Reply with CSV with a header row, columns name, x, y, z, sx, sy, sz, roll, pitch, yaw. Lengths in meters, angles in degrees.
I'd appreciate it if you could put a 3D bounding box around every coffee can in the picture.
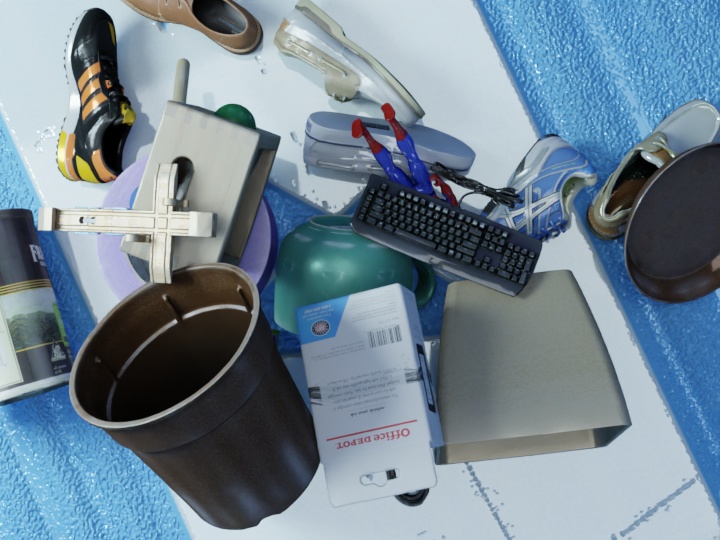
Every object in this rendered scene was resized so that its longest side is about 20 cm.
name,x,y,z,sx,sy,sz,roll,pitch,yaw
coffee can,-0.412,0.048,1.386,0.145,0.146,0.202,-17,87,1

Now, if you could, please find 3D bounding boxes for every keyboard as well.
name,x,y,z,sx,sy,sz,roll,pitch,yaw
keyboard,0.100,-0.058,1.319,0.199,0.021,0.128,22,62,3

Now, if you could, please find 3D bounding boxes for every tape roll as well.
name,x,y,z,sx,sy,sz,roll,pitch,yaw
tape roll,-0.196,-0.035,1.415,0.198,0.085,0.202,0,87,2

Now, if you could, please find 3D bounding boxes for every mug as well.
name,x,y,z,sx,sy,sz,roll,pitch,yaw
mug,-0.011,-0.001,1.376,0.151,0.185,0.115,9,104,21

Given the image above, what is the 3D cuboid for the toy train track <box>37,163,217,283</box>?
name,x,y,z,sx,sy,sz,roll,pitch,yaw
toy train track,-0.234,-0.048,1.201,0.198,0.032,0.116,3,90,23

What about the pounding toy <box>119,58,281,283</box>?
name,x,y,z,sx,sy,sz,roll,pitch,yaw
pounding toy,-0.173,-0.112,1.299,0.141,0.184,0.201,19,96,2

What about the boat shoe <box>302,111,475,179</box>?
name,x,y,z,sx,sy,sz,roll,pitch,yaw
boat shoe,0.031,-0.134,1.429,0.198,0.074,0.066,12,118,-3

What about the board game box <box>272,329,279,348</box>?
name,x,y,z,sx,sy,sz,roll,pitch,yaw
board game box,-0.122,0.164,1.377,0.044,0.134,0.202,2,87,2

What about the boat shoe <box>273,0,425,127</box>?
name,x,y,z,sx,sy,sz,roll,pitch,yaw
boat shoe,-0.014,-0.226,1.431,0.200,0.075,0.068,43,95,10

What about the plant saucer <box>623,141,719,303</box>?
name,x,y,z,sx,sy,sz,roll,pitch,yaw
plant saucer,0.371,-0.058,1.379,0.199,0.035,0.202,-13,123,-20

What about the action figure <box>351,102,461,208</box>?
name,x,y,z,sx,sy,sz,roll,pitch,yaw
action figure,0.062,-0.094,1.388,0.065,0.052,0.200,-30,126,12

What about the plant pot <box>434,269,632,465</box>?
name,x,y,z,sx,sy,sz,roll,pitch,yaw
plant pot,0.171,0.105,1.354,0.198,0.200,0.179,-6,74,1

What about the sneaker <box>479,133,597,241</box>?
name,x,y,z,sx,sy,sz,roll,pitch,yaw
sneaker,0.190,-0.058,1.400,0.077,0.076,0.201,33,90,31

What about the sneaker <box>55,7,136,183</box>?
name,x,y,z,sx,sy,sz,roll,pitch,yaw
sneaker,-0.289,-0.198,1.420,0.089,0.070,0.202,9,93,28

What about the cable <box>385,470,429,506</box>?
name,x,y,z,sx,sy,sz,roll,pitch,yaw
cable,0.027,0.172,1.414,0.096,0.050,0.202,-6,86,2

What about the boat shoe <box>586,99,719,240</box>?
name,x,y,z,sx,sy,sz,roll,pitch,yaw
boat shoe,0.339,-0.116,1.403,0.075,0.068,0.200,41,87,9

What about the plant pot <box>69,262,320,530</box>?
name,x,y,z,sx,sy,sz,roll,pitch,yaw
plant pot,-0.143,0.134,1.193,0.199,0.201,0.199,-30,126,0

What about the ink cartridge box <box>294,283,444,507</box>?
name,x,y,z,sx,sy,sz,roll,pitch,yaw
ink cartridge box,0.013,0.126,1.232,0.115,0.068,0.202,-14,76,13

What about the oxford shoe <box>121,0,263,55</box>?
name,x,y,z,sx,sy,sz,roll,pitch,yaw
oxford shoe,-0.207,-0.319,1.438,0.199,0.071,0.072,24,89,4
